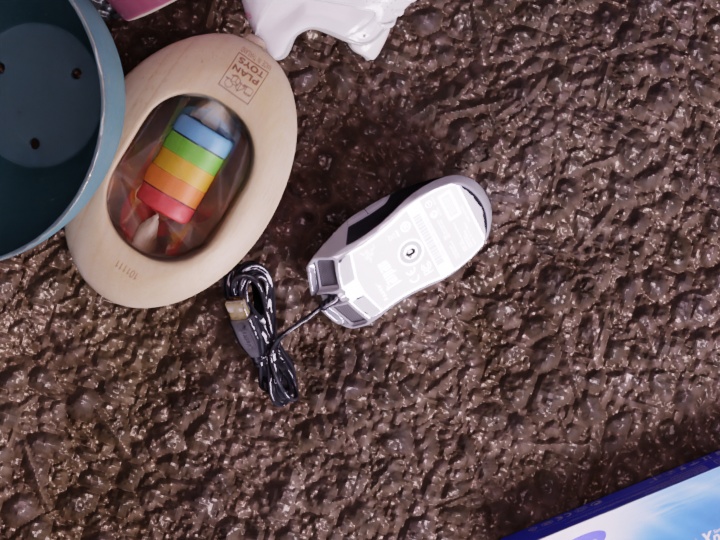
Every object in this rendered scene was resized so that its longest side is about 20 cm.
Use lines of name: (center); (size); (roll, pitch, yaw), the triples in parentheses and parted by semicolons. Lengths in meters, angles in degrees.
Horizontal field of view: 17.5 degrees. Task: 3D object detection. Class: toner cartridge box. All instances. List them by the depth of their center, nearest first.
toner cartridge box: (0.207, 0.201, 1.650); (0.199, 0.043, 0.096); (-22, 97, -5)

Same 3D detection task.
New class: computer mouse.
computer mouse: (0.000, 0.000, 1.597); (0.199, 0.044, 0.110); (-32, 120, -8)

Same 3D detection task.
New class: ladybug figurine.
ladybug figurine: (-0.119, -0.070, 1.562); (0.135, 0.072, 0.201); (35, 90, -9)

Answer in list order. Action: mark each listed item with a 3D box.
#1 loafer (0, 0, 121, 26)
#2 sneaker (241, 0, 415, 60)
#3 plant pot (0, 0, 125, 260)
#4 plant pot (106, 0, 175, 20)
loafer: (-0.240, -0.197, 1.542); (0.199, 0.068, 0.071); (-6, 61, -1)
sneaker: (0.012, -0.197, 1.576); (0.199, 0.078, 0.100); (-16, 106, 2)
plant pot: (-0.228, -0.108, 1.468); (0.199, 0.135, 0.202); (2, 96, 16)
plant pot: (-0.138, -0.263, 1.445); (0.199, 0.200, 0.180); (-31, 104, -4)
